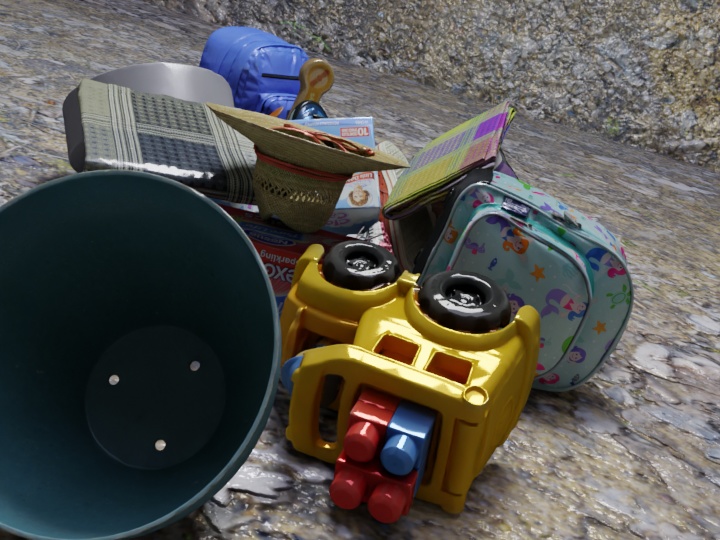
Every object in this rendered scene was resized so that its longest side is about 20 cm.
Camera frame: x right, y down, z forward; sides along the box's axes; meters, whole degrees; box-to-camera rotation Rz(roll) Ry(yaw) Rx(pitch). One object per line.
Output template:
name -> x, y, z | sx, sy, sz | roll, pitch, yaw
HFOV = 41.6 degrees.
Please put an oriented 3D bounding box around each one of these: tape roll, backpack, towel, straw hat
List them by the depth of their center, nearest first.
straw hat -> -0.054, -0.080, 0.837 | 0.199, 0.086, 0.201 | 17, 11, -3
backpack -> 0.155, 0.018, 0.897 | 0.198, 0.179, 0.151 | 25, 20, -4
towel -> -0.182, -0.124, 0.935 | 0.190, 0.035, 0.201 | 8, 30, -22
towel -> 0.103, -0.124, 1.071 | 0.023, 0.143, 0.200 | 56, 27, -16
tape roll -> -0.244, -0.168, 1.113 | 0.198, 0.067, 0.200 | -12, -13, -3
backpack -> -0.147, -0.238, 1.362 | 0.167, 0.202, 0.162 | 25, 20, 28

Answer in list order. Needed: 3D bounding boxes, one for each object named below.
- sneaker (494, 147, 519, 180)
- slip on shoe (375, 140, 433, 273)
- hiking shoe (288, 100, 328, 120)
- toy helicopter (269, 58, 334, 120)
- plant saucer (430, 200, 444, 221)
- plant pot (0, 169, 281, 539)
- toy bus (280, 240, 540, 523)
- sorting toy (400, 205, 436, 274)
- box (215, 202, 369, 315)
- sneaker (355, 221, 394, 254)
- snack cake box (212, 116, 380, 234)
sneaker -> 0.154, -0.106, 1.143 | 0.088, 0.075, 0.200 | 50, 15, -13
slip on shoe -> 0.039, -0.066, 1.118 | 0.074, 0.061, 0.202 | 28, 35, -40
hiking shoe -> -0.035, -0.129, 1.161 | 0.074, 0.087, 0.202 | 2, 64, -36
toy helicopter -> -0.094, -0.184, 1.244 | 0.131, 0.202, 0.079 | 19, 8, -22
plant saucer -> 0.168, -0.037, 1.046 | 0.198, 0.030, 0.200 | 19, 2, -1
plant pot -> -0.137, 0.061, 0.561 | 0.198, 0.202, 0.135 | 18, -17, 10
toy bus -> 0.010, 0.088, 0.682 | 0.198, 0.137, 0.192 | 18, 34, 17
sorting toy -> 0.108, -0.028, 1.164 | 0.198, 0.108, 0.181 | 18, 37, 9
box -> -0.087, 0.011, 0.839 | 0.197, 0.101, 0.096 | 14, 17, -4
sneaker -> 0.000, 0.000, 0.991 | 0.074, 0.082, 0.200 | -15, 8, 7
snack cake box -> -0.080, -0.102, 1.062 | 0.197, 0.116, 0.067 | -3, -24, -4
